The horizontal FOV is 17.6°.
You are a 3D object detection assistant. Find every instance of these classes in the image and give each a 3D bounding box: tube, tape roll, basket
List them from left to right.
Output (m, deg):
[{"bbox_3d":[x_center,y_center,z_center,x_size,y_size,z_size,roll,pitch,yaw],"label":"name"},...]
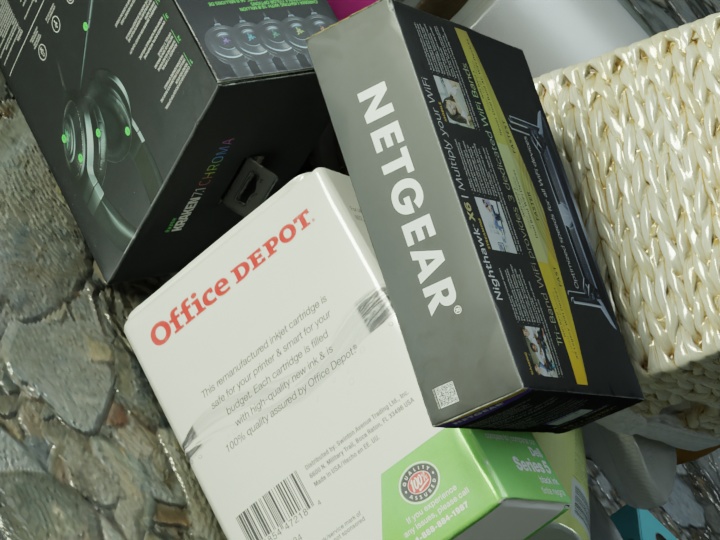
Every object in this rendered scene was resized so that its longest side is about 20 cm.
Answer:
[{"bbox_3d":[0.100,-0.139,1.677,0.139,0.203,0.203,45,22,-17],"label":"tape roll"},{"bbox_3d":[0.100,0.106,1.262,0.052,0.058,0.200,42,24,-13],"label":"tube"},{"bbox_3d":[0.199,-0.018,1.320,0.198,0.160,0.201,20,55,-58],"label":"basket"}]

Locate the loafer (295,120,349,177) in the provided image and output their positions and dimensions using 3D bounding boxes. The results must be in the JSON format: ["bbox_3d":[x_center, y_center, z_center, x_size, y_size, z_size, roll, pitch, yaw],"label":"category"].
[{"bbox_3d":[-0.001,-0.015,1.283,0.073,0.071,0.201,35,-40,47],"label":"loafer"}]

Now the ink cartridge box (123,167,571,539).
[{"bbox_3d":[-0.010,0.072,1.175,0.084,0.145,0.200,14,43,-59],"label":"ink cartridge box"}]

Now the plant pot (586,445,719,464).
[{"bbox_3d":[0.151,0.028,1.522,0.183,0.200,0.201,7,48,-56],"label":"plant pot"}]

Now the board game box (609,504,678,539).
[{"bbox_3d":[0.212,0.260,1.472,0.151,0.047,0.200,44,22,-20],"label":"board game box"}]

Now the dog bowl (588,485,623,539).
[{"bbox_3d":[0.074,0.162,1.298,0.200,0.079,0.200,44,22,-22],"label":"dog bowl"}]

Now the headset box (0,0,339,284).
[{"bbox_3d":[-0.103,-0.115,1.224,0.093,0.174,0.200,-11,60,-35],"label":"headset box"}]

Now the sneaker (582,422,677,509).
[{"bbox_3d":[0.117,0.062,1.392,0.075,0.088,0.201,14,48,-62],"label":"sneaker"}]

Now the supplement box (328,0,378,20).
[{"bbox_3d":[-0.045,-0.206,1.373,0.104,0.101,0.201,83,1,-49],"label":"supplement box"}]

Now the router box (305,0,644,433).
[{"bbox_3d":[0.059,-0.022,1.136,0.157,0.052,0.201,11,58,-62],"label":"router box"}]
